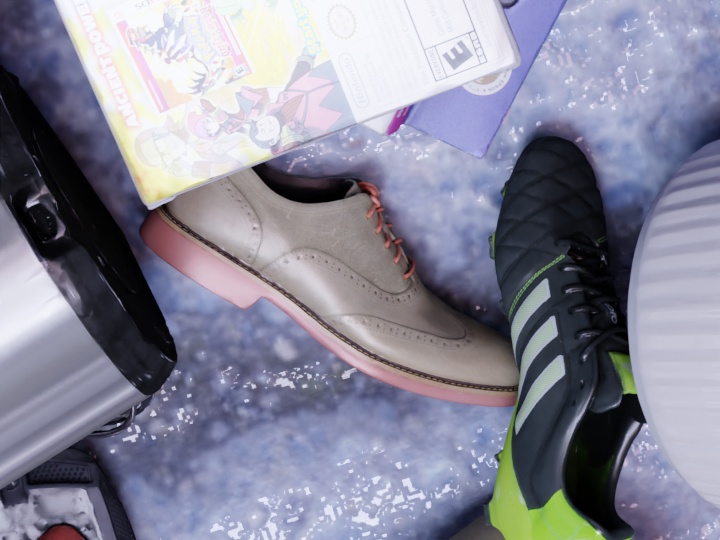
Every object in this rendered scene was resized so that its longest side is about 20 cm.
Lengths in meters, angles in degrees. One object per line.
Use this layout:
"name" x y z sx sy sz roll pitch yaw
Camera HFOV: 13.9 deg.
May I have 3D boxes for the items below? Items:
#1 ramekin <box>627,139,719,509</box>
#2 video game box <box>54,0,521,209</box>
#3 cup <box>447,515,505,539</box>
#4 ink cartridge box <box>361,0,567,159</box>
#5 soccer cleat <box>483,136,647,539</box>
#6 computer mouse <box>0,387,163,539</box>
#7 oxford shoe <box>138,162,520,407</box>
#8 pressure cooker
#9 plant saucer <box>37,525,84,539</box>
"ramekin" 0.207 0.024 1.342 0.105 0.200 0.201 -3 118 40
"video game box" -0.048 -0.150 1.286 0.182 0.047 0.201 -21 111 4
"cup" 0.078 0.201 1.415 0.200 0.200 0.144 25 78 -14
"ink cartridge box" 0.014 -0.167 1.330 0.199 0.043 0.197 24 107 -12
"soccer cleat" 0.101 0.035 1.360 0.067 0.081 0.201 11 76 -40
"computer mouse" -0.143 0.141 1.436 0.138 0.053 0.201 -14 100 3
"oxford shoe" 0.000 0.000 1.380 0.199 0.070 0.075 26 102 -15
"pressure cooker" -0.204 0.022 1.310 0.200 0.176 0.179 -32 101 1
"plant saucer" -0.147 0.254 1.370 0.200 0.037 0.200 -43 80 -1
